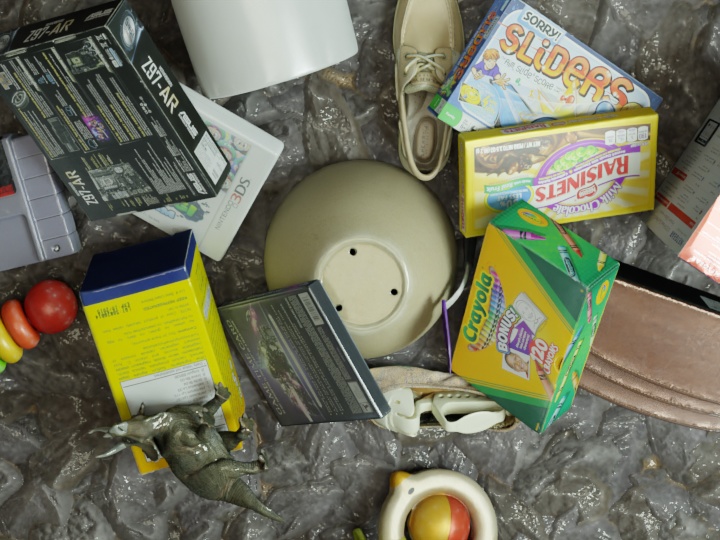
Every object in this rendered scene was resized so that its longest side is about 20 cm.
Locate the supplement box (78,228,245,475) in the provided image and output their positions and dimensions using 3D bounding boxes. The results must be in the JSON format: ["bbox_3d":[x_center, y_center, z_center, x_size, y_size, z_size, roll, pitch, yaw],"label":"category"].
[{"bbox_3d":[-0.191,0.080,1.519,0.108,0.110,0.202,-14,110,3],"label":"supplement box"}]

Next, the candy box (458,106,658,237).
[{"bbox_3d":[0.192,-0.095,1.488,0.198,0.026,0.103,-9,119,-12],"label":"candy box"}]

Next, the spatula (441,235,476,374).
[{"bbox_3d":[0.096,0.010,1.500,0.020,0.201,0.057,8,144,11],"label":"spatula"}]

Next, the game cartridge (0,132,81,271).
[{"bbox_3d":[-0.388,-0.058,1.529,0.198,0.038,0.131,-13,105,12],"label":"game cartridge"}]

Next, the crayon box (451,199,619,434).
[{"bbox_3d":[0.165,0.046,1.485,0.118,0.058,0.201,35,137,25],"label":"crayon box"}]

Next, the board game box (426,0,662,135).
[{"bbox_3d":[0.180,-0.162,1.494,0.199,0.034,0.136,28,100,-25],"label":"board game box"}]

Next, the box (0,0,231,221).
[{"bbox_3d":[-0.234,-0.143,1.422,0.159,0.044,0.201,-9,129,32],"label":"box"}]

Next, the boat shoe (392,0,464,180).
[{"bbox_3d":[0.066,-0.189,1.504,0.071,0.065,0.202,2,101,-1],"label":"boat shoe"}]

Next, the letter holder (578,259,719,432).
[{"bbox_3d":[0.310,0.090,1.544,0.198,0.101,0.143,19,102,-4],"label":"letter holder"}]

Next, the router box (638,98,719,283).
[{"bbox_3d":[0.349,-0.094,1.457,0.049,0.200,0.180,32,101,-6],"label":"router box"}]

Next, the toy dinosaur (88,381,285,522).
[{"bbox_3d":[-0.150,0.173,1.469,0.102,0.077,0.200,-33,121,28],"label":"toy dinosaur"}]

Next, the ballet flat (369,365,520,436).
[{"bbox_3d":[0.072,0.136,1.560,0.198,0.068,0.069,-2,126,1],"label":"ballet flat"}]

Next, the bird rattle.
[{"bbox_3d":[0.085,0.288,1.585,0.198,0.113,0.165,8,85,-5],"label":"bird rattle"}]

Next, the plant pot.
[{"bbox_3d":[0.000,0.000,1.506,0.198,0.135,0.203,0,101,0],"label":"plant pot"}]

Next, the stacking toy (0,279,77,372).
[{"bbox_3d":[-0.375,0.073,1.554,0.199,0.085,0.086,-30,100,-2],"label":"stacking toy"}]

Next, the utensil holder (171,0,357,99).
[{"bbox_3d":[-0.104,-0.279,1.435,0.168,0.170,0.202,-15,103,3],"label":"utensil holder"}]

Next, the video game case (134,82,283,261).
[{"bbox_3d":[-0.192,-0.111,1.485,0.199,0.024,0.182,29,139,-5],"label":"video game case"}]

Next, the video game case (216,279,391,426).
[{"bbox_3d":[-0.060,0.085,1.504,0.019,0.199,0.144,-34,101,-29],"label":"video game case"}]
